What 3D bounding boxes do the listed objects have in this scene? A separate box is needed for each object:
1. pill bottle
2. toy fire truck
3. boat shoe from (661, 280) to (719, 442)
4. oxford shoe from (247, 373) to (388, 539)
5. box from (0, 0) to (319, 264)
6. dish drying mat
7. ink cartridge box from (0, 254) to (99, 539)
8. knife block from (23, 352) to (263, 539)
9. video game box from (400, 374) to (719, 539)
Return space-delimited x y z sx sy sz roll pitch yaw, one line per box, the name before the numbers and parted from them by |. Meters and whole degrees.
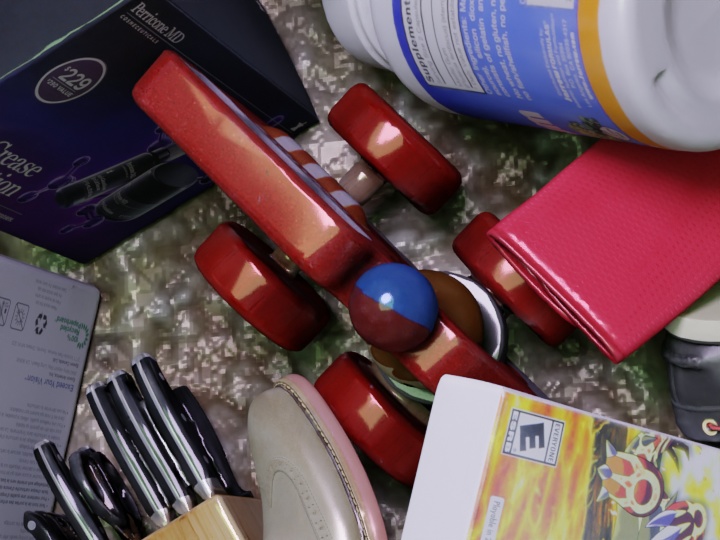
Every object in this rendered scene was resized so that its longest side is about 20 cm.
pill bottle | 0.075 -0.114 0.761 0.200 0.112 0.112 15 85 51
toy fire truck | 0.000 0.000 0.766 0.112 0.168 0.200 -45 73 6
boat shoe | 0.224 0.032 0.751 0.201 0.074 0.063 -6 108 9
oxford shoe | -0.025 0.138 0.742 0.074 0.071 0.200 -8 67 -16
box | -0.121 -0.084 0.800 0.141 0.200 0.079 -33 72 10
dish drying mat | 0.149 -0.047 0.765 0.200 0.018 0.077 -39 74 -18
ink cartridge box | -0.191 0.086 0.797 0.043 0.196 0.200 10 84 20
knife block | -0.055 0.136 0.816 0.200 0.064 0.176 12 86 19
video game box | 0.089 0.158 0.715 0.047 0.182 0.200 7 82 54
